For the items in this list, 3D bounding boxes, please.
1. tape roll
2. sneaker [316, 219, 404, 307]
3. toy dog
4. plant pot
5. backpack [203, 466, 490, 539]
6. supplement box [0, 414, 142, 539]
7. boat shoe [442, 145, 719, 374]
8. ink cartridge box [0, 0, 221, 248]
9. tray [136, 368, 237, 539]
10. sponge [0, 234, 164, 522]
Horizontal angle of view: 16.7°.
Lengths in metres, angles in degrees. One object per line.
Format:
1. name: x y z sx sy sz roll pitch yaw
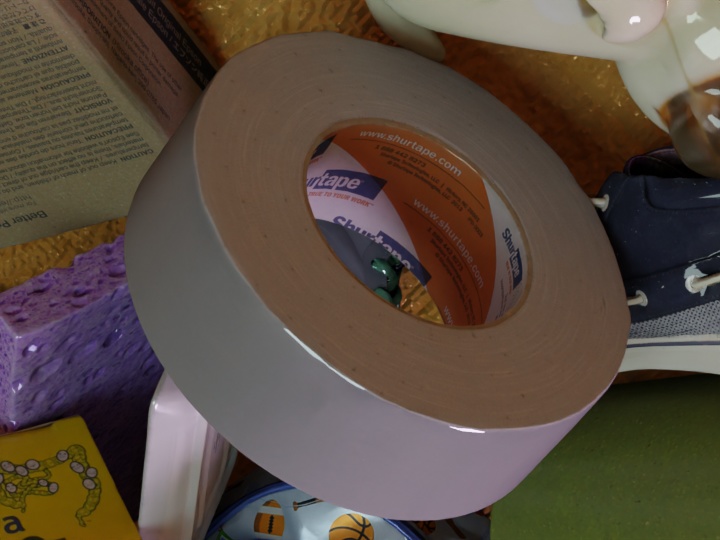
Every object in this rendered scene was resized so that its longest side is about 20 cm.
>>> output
1. tape roll: 0.008 -0.001 0.986 0.200 0.200 0.066 37 131 -3
2. sneaker: 0.000 0.000 1.102 0.087 0.074 0.200 -6 96 13
3. toy dog: 0.101 -0.121 0.983 0.200 0.140 0.194 30 126 0
4. plant pot: 0.166 0.117 1.077 0.190 0.200 0.200 3 119 34
5. backpack: -0.019 0.176 1.190 0.200 0.154 0.190 45 113 -4
6. supplement box: -0.167 0.180 1.120 0.110 0.109 0.200 57 149 38
7. boat shoe: 0.111 -0.007 1.069 0.200 0.075 0.093 -4 112 37
8. ink cartridge box: -0.184 -0.087 1.110 0.200 0.075 0.165 -13 138 25
9. tray: -0.071 0.070 1.091 0.022 0.108 0.200 18 146 4
10. sponge: -0.131 0.067 1.162 0.030 0.111 0.200 42 142 25
